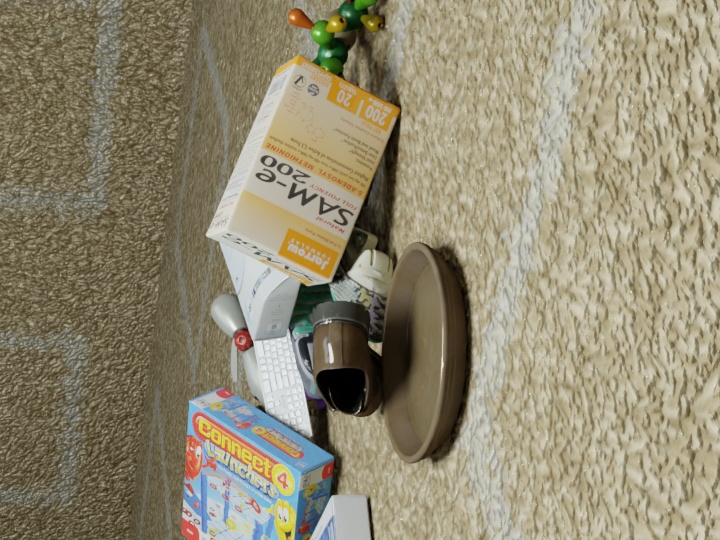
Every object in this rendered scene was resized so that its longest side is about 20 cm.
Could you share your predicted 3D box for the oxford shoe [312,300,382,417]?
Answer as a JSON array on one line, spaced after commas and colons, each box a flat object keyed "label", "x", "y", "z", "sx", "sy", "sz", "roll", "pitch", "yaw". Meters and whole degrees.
[{"label": "oxford shoe", "x": -0.015, "y": 0.109, "z": 1.337, "sx": 0.200, "sy": 0.073, "sz": 0.085, "roll": 68, "pitch": -160, "yaw": -61}]

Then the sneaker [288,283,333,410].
[{"label": "sneaker", "x": -0.065, "y": 0.067, "z": 1.646, "sx": 0.088, "sy": 0.074, "sz": 0.200, "roll": 102, "pitch": 163, "yaw": -49}]

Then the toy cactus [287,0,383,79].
[{"label": "toy cactus", "x": -0.039, "y": -0.252, "z": 1.551, "sx": 0.165, "sy": 0.102, "sz": 0.200, "roll": -82, "pitch": 11, "yaw": -59}]

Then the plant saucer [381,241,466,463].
[{"label": "plant saucer", "x": 0.057, "y": 0.074, "z": 1.245, "sx": 0.200, "sy": 0.029, "sz": 0.201, "roll": -177, "pitch": 90, "yaw": -75}]

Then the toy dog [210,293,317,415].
[{"label": "toy dog", "x": -0.111, "y": 0.121, "z": 1.727, "sx": 0.096, "sy": 0.132, "sz": 0.200, "roll": 30, "pitch": -133, "yaw": -65}]

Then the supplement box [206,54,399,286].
[{"label": "supplement box", "x": -0.057, "y": -0.100, "z": 1.405, "sx": 0.074, "sy": 0.126, "sz": 0.200, "roll": -11, "pitch": 56, "yaw": 67}]

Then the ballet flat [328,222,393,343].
[{"label": "ballet flat", "x": 0.000, "y": 0.000, "z": 1.420, "sx": 0.200, "sy": 0.072, "sz": 0.072, "roll": -116, "pitch": 32, "yaw": -61}]

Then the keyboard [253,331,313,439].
[{"label": "keyboard", "x": -0.100, "y": 0.112, "z": 1.665, "sx": 0.011, "sy": 0.056, "sz": 0.200, "roll": 29, "pitch": -134, "yaw": -65}]

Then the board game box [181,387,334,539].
[{"label": "board game box", "x": -0.128, "y": 0.271, "z": 1.647, "sx": 0.200, "sy": 0.056, "sz": 0.196, "roll": 26, "pitch": 121, "yaw": 37}]

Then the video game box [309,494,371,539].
[{"label": "video game box", "x": -0.023, "y": 0.367, "z": 1.463, "sx": 0.182, "sy": 0.047, "sz": 0.200, "roll": 108, "pitch": 160, "yaw": -53}]

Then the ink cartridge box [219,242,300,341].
[{"label": "ink cartridge box", "x": -0.110, "y": -0.042, "z": 1.571, "sx": 0.200, "sy": 0.047, "sz": 0.160, "roll": 106, "pitch": 150, "yaw": -47}]
